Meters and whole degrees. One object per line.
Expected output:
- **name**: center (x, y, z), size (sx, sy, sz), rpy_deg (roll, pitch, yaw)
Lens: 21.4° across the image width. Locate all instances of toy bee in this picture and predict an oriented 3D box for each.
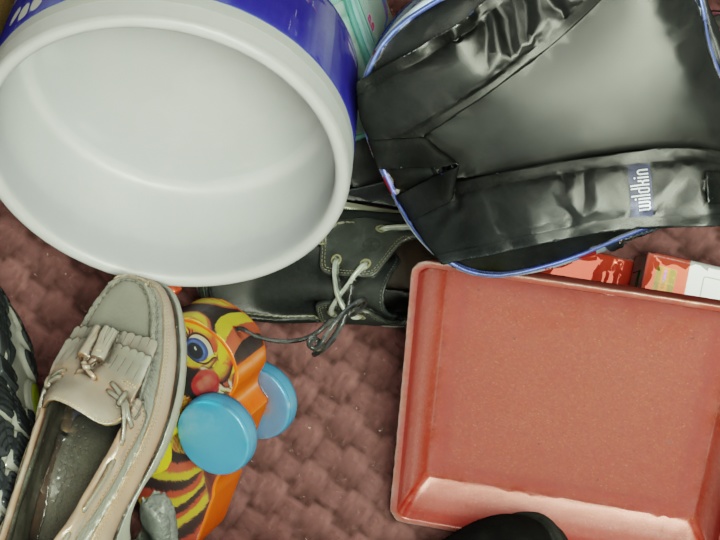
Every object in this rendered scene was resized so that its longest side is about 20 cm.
- **toy bee**: center (-0.086, 0.059, 1.103), size (0.109, 0.131, 0.200), rpy_deg (39, 101, 10)

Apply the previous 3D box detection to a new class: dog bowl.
- **dog bowl**: center (-0.100, -0.085, 1.025), size (0.199, 0.200, 0.079), rpy_deg (9, 49, -2)

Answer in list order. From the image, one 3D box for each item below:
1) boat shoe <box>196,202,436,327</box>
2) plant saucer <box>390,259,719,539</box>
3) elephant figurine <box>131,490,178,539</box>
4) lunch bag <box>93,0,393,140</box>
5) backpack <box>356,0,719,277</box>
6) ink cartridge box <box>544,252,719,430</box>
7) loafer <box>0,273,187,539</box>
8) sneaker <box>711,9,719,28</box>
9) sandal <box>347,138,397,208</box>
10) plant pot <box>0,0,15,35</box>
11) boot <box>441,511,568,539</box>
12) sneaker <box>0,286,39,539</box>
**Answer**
- **boat shoe**: center (0.000, 0.000, 1.133), size (0.199, 0.068, 0.072), rpy_deg (-2, 108, -1)
- **plant saucer**: center (0.123, 0.078, 1.097), size (0.199, 0.037, 0.201), rpy_deg (9, 127, 6)
- **elephant figurine**: center (-0.199, 0.220, 1.090), size (0.199, 0.142, 0.156), rpy_deg (3, 55, 16)
- **lunch bag**: center (-0.087, -0.137, 1.082), size (0.199, 0.161, 0.077), rpy_deg (-7, 48, 15)
- **backpack**: center (0.097, -0.093, 1.022), size (0.190, 0.154, 0.201), rpy_deg (-23, 96, 3)
- **ink cartridge box**: center (0.191, 0.049, 1.152), size (0.199, 0.050, 0.109), rpy_deg (13, 86, -2)
- **loafer**: center (-0.146, 0.092, 1.019), size (0.072, 0.063, 0.201), rpy_deg (5, 73, 30)
- **sneaker**: center (0.191, -0.133, 1.129), size (0.199, 0.079, 0.096), rpy_deg (-8, 47, 21)
- **sandal**: center (0.008, -0.071, 1.155), size (0.199, 0.043, 0.076), rpy_deg (-7, 87, -3)
- **plant pot**: center (-0.266, -0.172, 1.072), size (0.186, 0.200, 0.187), rpy_deg (0, 85, -2)
- **boot**: center (0.009, 0.186, 1.068), size (0.211, 0.158, 0.079), rpy_deg (-38, 47, 2)
- **sneaker**: center (-0.223, 0.092, 1.083), size (0.079, 0.200, 0.078), rpy_deg (-24, 130, 5)
